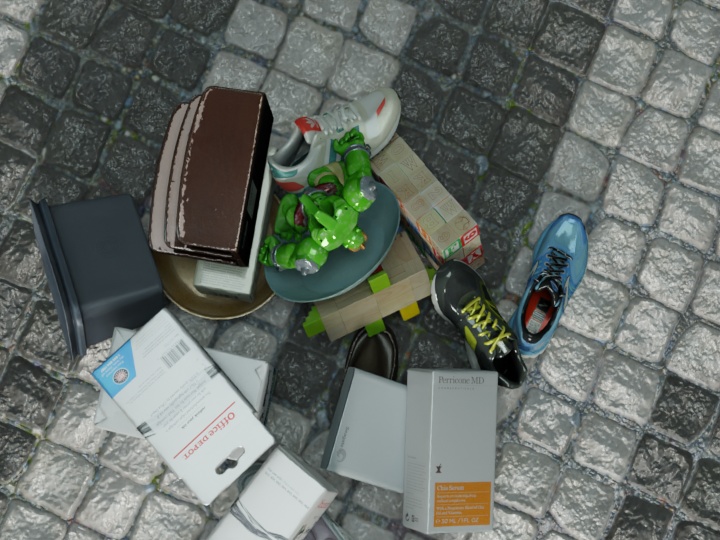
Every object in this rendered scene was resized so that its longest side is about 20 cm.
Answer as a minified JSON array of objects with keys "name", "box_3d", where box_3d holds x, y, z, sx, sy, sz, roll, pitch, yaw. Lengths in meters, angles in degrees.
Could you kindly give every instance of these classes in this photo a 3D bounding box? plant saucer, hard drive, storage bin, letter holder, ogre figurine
[{"name":"plant saucer","box_3d":[-0.187,-0.032,1.674,0.196,0.035,0.204,0,80,0]},{"name":"plant saucer","box_3d":[-0.030,-0.029,1.593,0.198,0.039,0.203,-21,42,20]},{"name":"hard drive","box_3d":[0.055,0.218,1.599,0.198,0.027,0.134,20,80,-23]},{"name":"storage bin","box_3d":[-0.340,0.002,1.619,0.132,0.146,0.202,-14,62,-17]},{"name":"letter holder","box_3d":[-0.197,-0.121,1.552,0.140,0.101,0.203,9,80,4]},{"name":"ogre figurine","box_3d":[-0.047,-0.071,1.539,0.199,0.120,0.099,-35,125,-3]}]

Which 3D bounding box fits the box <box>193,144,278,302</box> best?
[{"name":"box","box_3d":[-0.162,-0.066,1.627,0.081,0.068,0.203,11,80,2]}]

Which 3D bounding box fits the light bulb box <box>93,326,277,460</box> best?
[{"name":"light bulb box","box_3d":[-0.213,0.158,1.561,0.195,0.200,0.127,13,82,2]}]

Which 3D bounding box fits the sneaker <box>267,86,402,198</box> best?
[{"name":"sneaker","box_3d":[-0.035,-0.175,1.593,0.199,0.093,0.071,-39,52,3]}]

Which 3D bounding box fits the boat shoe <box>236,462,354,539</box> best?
[{"name":"boat shoe","box_3d":[-0.078,0.325,1.604,0.202,0.065,0.075,43,83,7]}]

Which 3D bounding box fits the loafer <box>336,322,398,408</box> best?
[{"name":"loafer","box_3d":[0.007,0.165,1.626,0.072,0.071,0.203,11,81,1]}]

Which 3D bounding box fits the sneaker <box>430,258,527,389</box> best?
[{"name":"sneaker","box_3d":[0.162,0.070,1.596,0.074,0.084,0.201,-40,118,-13]}]

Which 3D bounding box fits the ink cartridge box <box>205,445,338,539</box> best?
[{"name":"ink cartridge box","box_3d":[-0.122,0.320,1.505,0.084,0.146,0.201,37,84,10]}]

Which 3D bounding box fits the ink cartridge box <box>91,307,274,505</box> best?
[{"name":"ink cartridge box","box_3d":[-0.199,0.158,1.426,0.116,0.068,0.200,-41,84,-5]}]

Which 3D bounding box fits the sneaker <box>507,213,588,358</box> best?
[{"name":"sneaker","box_3d":[0.257,0.019,1.642,0.077,0.090,0.203,20,80,3]}]

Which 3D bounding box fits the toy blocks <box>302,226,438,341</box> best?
[{"name":"toy blocks","box_3d":[0.000,0.000,1.635,0.198,0.101,0.138,-25,48,-3]}]

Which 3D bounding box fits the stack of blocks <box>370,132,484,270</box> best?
[{"name":"stack of blocks","box_3d":[0.079,-0.087,1.644,0.058,0.115,0.201,-36,65,-6]}]

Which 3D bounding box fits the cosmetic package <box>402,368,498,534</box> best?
[{"name":"cosmetic package","box_3d":[0.115,0.227,1.574,0.100,0.071,0.204,3,87,-25]}]
